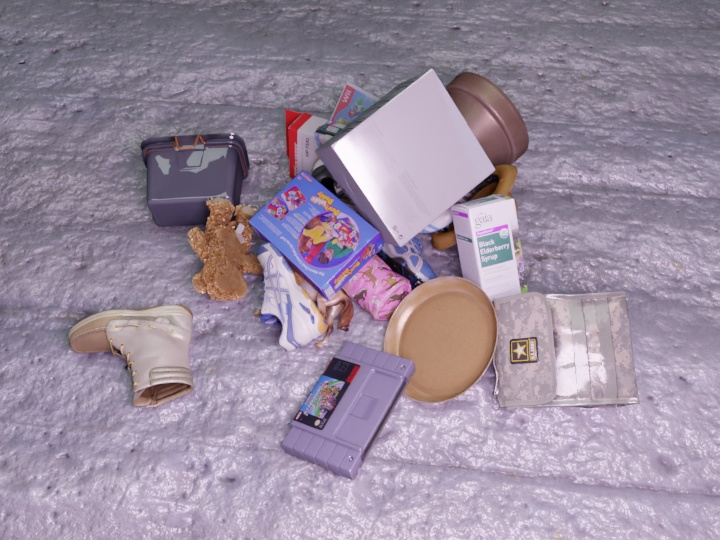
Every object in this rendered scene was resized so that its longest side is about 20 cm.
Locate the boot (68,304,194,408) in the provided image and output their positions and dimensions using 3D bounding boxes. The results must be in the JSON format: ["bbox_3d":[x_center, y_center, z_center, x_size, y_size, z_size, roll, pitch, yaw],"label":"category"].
[{"bbox_3d":[-0.358,0.139,1.100,0.197,0.073,0.156,-8,52,-7],"label":"boot"}]

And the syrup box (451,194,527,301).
[{"bbox_3d":[0.209,-0.014,1.130,0.078,0.203,0.081,-14,13,-11],"label":"syrup box"}]

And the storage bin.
[{"bbox_3d":[-0.311,-0.167,1.322,0.196,0.146,0.136,-4,59,-3],"label":"storage bin"}]

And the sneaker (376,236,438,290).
[{"bbox_3d":[0.084,-0.022,1.221,0.077,0.076,0.200,-33,58,-19],"label":"sneaker"}]

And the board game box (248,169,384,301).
[{"bbox_3d":[-0.076,-0.063,1.184,0.134,0.045,0.200,-43,61,-10],"label":"board game box"}]

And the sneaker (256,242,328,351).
[{"bbox_3d":[-0.134,0.038,1.130,0.088,0.076,0.201,-34,54,-2],"label":"sneaker"}]

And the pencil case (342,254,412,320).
[{"bbox_3d":[0.000,0.000,1.203,0.082,0.087,0.200,-4,39,-48],"label":"pencil case"}]

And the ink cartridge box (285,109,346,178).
[{"bbox_3d":[-0.073,-0.226,1.367,0.197,0.117,0.067,20,45,17],"label":"ink cartridge box"}]

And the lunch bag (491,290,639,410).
[{"bbox_3d":[0.291,0.120,1.043,0.196,0.118,0.167,-2,76,4],"label":"lunch bag"}]

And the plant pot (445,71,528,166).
[{"bbox_3d":[0.194,-0.245,1.358,0.174,0.201,0.200,-44,59,-8],"label":"plant pot"}]

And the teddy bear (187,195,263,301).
[{"bbox_3d":[-0.233,-0.036,1.228,0.143,0.067,0.203,2,68,-36],"label":"teddy bear"}]

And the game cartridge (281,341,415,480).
[{"bbox_3d":[-0.017,0.199,1.046,0.128,0.039,0.201,15,52,27],"label":"game cartridge"}]

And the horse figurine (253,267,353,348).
[{"bbox_3d":[-0.086,0.047,1.185,0.198,0.050,0.133,22,60,22],"label":"horse figurine"}]

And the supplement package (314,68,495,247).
[{"bbox_3d":[0.068,-0.179,1.141,0.199,0.192,0.147,-38,14,-7],"label":"supplement package"}]

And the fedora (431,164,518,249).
[{"bbox_3d":[0.216,-0.096,1.256,0.082,0.200,0.202,43,51,-18],"label":"fedora"}]

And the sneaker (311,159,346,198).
[{"bbox_3d":[-0.007,-0.165,1.267,0.197,0.075,0.085,-8,38,29],"label":"sneaker"}]

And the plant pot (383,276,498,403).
[{"bbox_3d":[0.125,0.108,1.087,0.198,0.027,0.203,-17,58,29],"label":"plant pot"}]

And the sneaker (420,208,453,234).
[{"bbox_3d":[0.092,-0.119,1.271,0.199,0.073,0.072,21,65,44],"label":"sneaker"}]

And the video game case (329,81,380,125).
[{"bbox_3d":[0.017,-0.269,1.405,0.199,0.144,0.017,36,19,28],"label":"video game case"}]

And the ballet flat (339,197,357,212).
[{"bbox_3d":[-0.056,-0.099,1.291,0.197,0.071,0.071,7,50,12],"label":"ballet flat"}]
